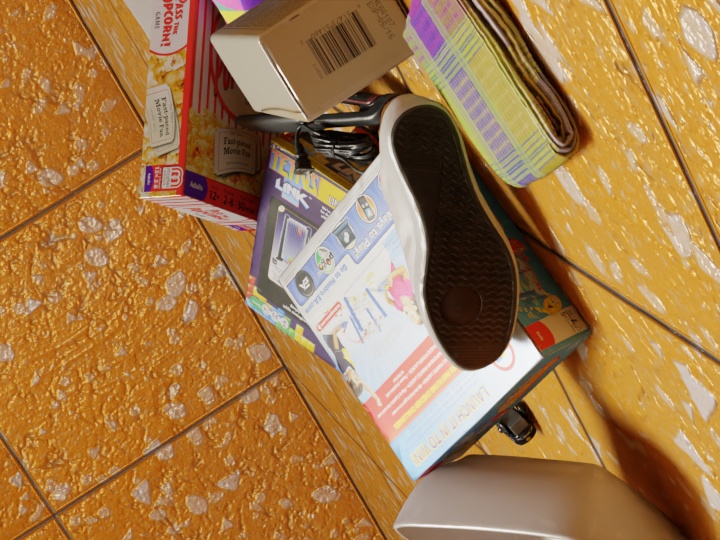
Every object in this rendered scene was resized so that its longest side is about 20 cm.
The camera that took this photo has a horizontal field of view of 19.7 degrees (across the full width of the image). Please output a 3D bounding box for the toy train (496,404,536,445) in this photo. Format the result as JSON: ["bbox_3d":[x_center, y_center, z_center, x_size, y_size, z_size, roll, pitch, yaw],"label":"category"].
[{"bbox_3d":[0.114,0.115,1.956,0.046,0.034,0.200,50,176,-29],"label":"toy train"}]

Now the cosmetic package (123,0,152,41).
[{"bbox_3d":[-0.175,-0.284,1.849,0.200,0.090,0.107,59,-158,12],"label":"cosmetic package"}]

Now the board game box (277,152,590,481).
[{"bbox_3d":[0.050,0.026,1.554,0.196,0.056,0.200,56,138,13],"label":"board game box"}]

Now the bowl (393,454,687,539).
[{"bbox_3d":[0.152,0.201,1.582,0.200,0.075,0.200,0,153,40],"label":"bowl"}]

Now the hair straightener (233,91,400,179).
[{"bbox_3d":[-0.023,-0.106,1.617,0.200,0.077,0.041,12,179,39],"label":"hair straightener"}]

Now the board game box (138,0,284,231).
[{"bbox_3d":[-0.118,-0.144,1.712,0.151,0.046,0.200,18,-108,-60],"label":"board game box"}]

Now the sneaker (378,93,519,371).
[{"bbox_3d":[0.060,-0.031,1.445,0.085,0.073,0.200,-126,22,-72],"label":"sneaker"}]

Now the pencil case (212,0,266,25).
[{"bbox_3d":[-0.100,-0.254,1.623,0.200,0.088,0.088,64,170,-27],"label":"pencil case"}]

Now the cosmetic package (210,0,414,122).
[{"bbox_3d":[-0.036,-0.167,1.512,0.073,0.103,0.200,58,173,-12],"label":"cosmetic package"}]

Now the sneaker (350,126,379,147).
[{"bbox_3d":[0.019,-0.021,1.773,0.200,0.093,0.070,58,172,1],"label":"sneaker"}]

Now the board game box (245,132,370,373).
[{"bbox_3d":[0.000,0.000,1.682,0.200,0.057,0.165,35,128,32],"label":"board game box"}]

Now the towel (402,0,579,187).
[{"bbox_3d":[0.079,-0.119,1.294,0.144,0.023,0.200,56,173,2],"label":"towel"}]
